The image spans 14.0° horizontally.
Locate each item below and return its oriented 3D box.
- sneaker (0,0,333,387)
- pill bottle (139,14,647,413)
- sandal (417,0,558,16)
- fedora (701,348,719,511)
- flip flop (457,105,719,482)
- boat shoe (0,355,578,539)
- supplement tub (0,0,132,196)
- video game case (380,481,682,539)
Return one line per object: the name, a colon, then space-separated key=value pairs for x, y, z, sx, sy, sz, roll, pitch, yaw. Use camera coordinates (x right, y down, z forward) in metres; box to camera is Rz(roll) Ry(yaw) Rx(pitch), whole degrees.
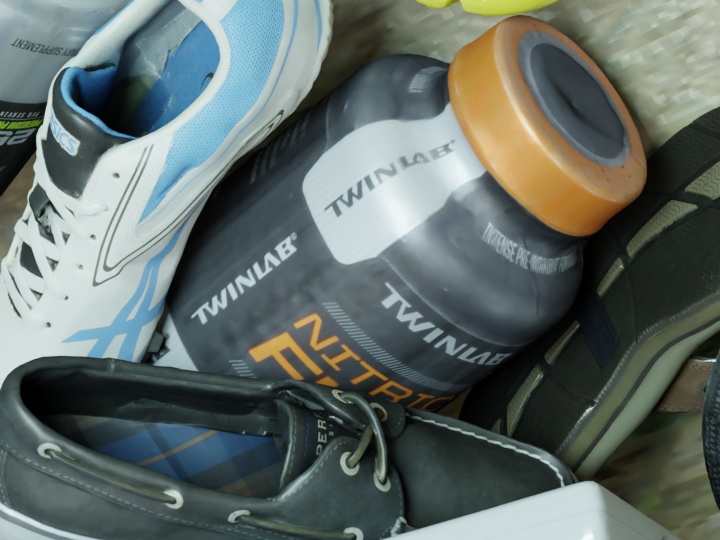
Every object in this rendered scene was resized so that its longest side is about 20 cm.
sneaker: x=-0.082 y=-0.026 z=0.923 sx=0.072 sy=0.072 sz=0.200 roll=10 pitch=124 yaw=-39
pill bottle: x=0.000 y=0.000 z=0.966 sx=0.200 sy=0.106 sz=0.106 roll=-38 pitch=100 yaw=29
sandal: x=-0.007 y=-0.153 z=0.911 sx=0.199 sy=0.080 sz=0.087 roll=32 pitch=117 yaw=-1
fedora: x=0.202 y=0.039 z=0.920 sx=0.199 sy=0.092 sz=0.201 roll=9 pitch=133 yaw=10
flip flop: x=0.106 y=0.020 z=0.965 sx=0.057 sy=0.081 sz=0.200 roll=24 pitch=120 yaw=-28
boat shoe: x=-0.021 y=0.064 z=0.902 sx=0.199 sy=0.069 sz=0.057 roll=5 pitch=138 yaw=-14
supplement tub: x=-0.167 y=-0.063 z=0.979 sx=0.122 sy=0.123 sz=0.200 roll=39 pitch=121 yaw=-4
video game case: x=0.020 y=0.123 z=0.909 sx=0.199 sy=0.023 sz=0.182 roll=-18 pitch=153 yaw=23
